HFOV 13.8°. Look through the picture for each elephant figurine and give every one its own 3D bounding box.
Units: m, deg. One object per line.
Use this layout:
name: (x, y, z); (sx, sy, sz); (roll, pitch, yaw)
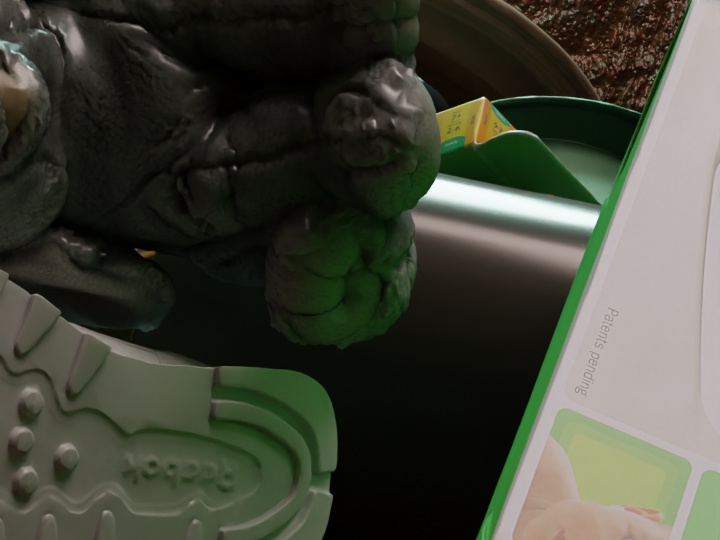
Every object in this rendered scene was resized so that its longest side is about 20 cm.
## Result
elephant figurine: (-0.089, -0.042, 0.785); (0.199, 0.155, 0.142); (-8, 49, -12)

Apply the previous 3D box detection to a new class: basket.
basket: (0.032, 0.036, 0.917); (0.200, 0.136, 0.180); (17, -29, 1)

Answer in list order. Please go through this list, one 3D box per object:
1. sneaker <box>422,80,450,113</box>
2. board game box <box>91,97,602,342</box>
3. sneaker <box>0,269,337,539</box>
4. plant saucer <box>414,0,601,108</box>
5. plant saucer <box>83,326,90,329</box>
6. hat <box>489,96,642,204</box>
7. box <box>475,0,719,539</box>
sneaker: (-0.044, -0.035, 1.083); (0.200, 0.076, 0.088); (-3, 22, -29)
board game box: (0.000, 0.000, 1.005); (0.200, 0.030, 0.096); (-16, -43, 35)
sneaker: (-0.097, 0.040, 0.750); (0.080, 0.077, 0.200); (9, -10, 44)
plant saucer: (0.009, -0.068, 1.258); (0.200, 0.030, 0.200); (19, -28, 11)
plant saucer: (-0.197, -0.026, 1.092); (0.199, 0.048, 0.200); (25, 6, 30)
hat: (0.099, 0.042, 1.019); (0.200, 0.166, 0.176); (14, 10, -18)
box: (0.128, 0.055, 0.751); (0.176, 0.200, 0.097); (22, -40, 3)
